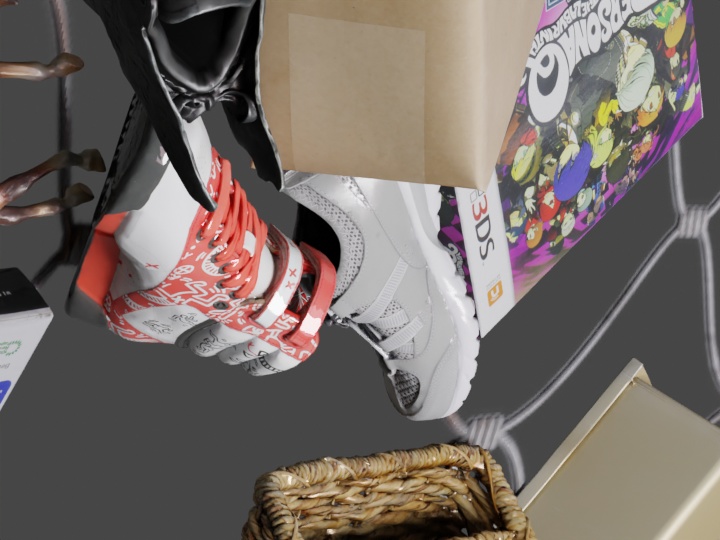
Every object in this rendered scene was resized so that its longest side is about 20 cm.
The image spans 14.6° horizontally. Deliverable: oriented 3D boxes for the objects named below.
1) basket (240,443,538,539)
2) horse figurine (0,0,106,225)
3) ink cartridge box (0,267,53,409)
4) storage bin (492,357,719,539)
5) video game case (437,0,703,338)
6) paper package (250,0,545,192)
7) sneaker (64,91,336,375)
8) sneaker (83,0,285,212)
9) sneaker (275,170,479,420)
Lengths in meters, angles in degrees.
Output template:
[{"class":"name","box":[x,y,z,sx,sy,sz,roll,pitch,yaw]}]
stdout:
[{"class":"basket","box":[0.030,0.189,1.458,0.200,0.143,0.149,0,115,-51]},{"class":"horse figurine","box":[-0.170,-0.046,1.117,0.132,0.050,0.200,-26,144,-17]},{"class":"ink cartridge box","box":[-0.208,0.084,1.160,0.095,0.037,0.200,-8,137,-48]},{"class":"storage bin","box":[0.157,0.196,1.661,0.200,0.094,0.199,-49,144,-15]},{"class":"video game case","box":[0.098,-0.093,1.418,0.200,0.036,0.182,-43,141,-30]},{"class":"paper package","box":[0.018,-0.163,1.165,0.191,0.103,0.200,-69,161,-52]},{"class":"sneaker","box":[-0.057,-0.015,1.168,0.201,0.108,0.067,121,-14,-66]},{"class":"sneaker","box":[-0.069,-0.126,1.014,0.060,0.104,0.200,-20,135,-20]},{"class":"sneaker","box":[0.000,0.000,1.366,0.082,0.075,0.200,-29,130,-15]}]
